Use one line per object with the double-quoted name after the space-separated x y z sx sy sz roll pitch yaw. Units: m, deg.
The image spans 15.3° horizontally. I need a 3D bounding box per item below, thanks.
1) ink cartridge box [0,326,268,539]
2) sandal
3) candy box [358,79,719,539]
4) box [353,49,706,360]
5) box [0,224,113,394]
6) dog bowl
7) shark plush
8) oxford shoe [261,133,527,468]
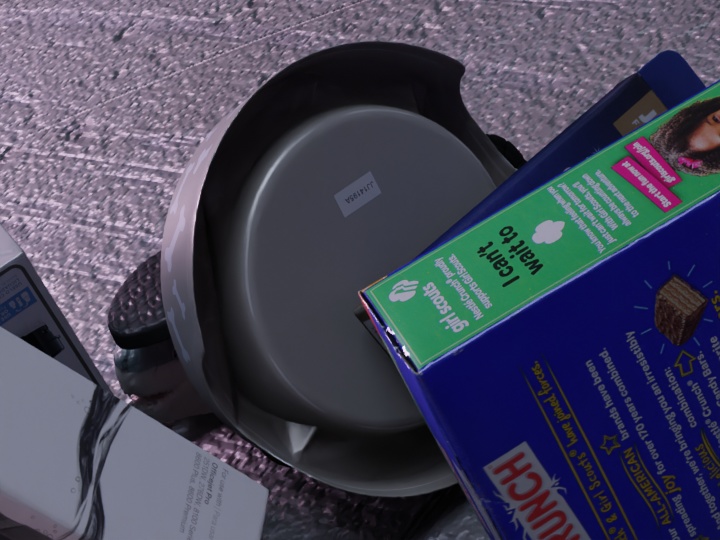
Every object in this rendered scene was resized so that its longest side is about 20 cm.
-0.159 0.108 1.113 0.145 0.200 0.084 -43 24 36 "ink cartridge box"
-0.044 -0.006 1.268 0.075 0.045 0.200 0 25 34 "sandal"
0.126 0.037 1.069 0.199 0.170 0.077 -31 30 -5 "candy box"
0.109 0.001 1.177 0.200 0.121 0.032 -41 3 -19 "box"
-0.149 0.058 1.207 0.060 0.200 0.117 -35 36 -9 "box"
0.000 0.000 1.193 0.200 0.200 0.059 -46 20 -25 "dog bowl"
-0.062 0.003 1.321 0.091 0.083 0.200 2 44 37 "shark plush"
0.005 0.021 1.279 0.084 0.073 0.200 -11 32 52 "oxford shoe"
